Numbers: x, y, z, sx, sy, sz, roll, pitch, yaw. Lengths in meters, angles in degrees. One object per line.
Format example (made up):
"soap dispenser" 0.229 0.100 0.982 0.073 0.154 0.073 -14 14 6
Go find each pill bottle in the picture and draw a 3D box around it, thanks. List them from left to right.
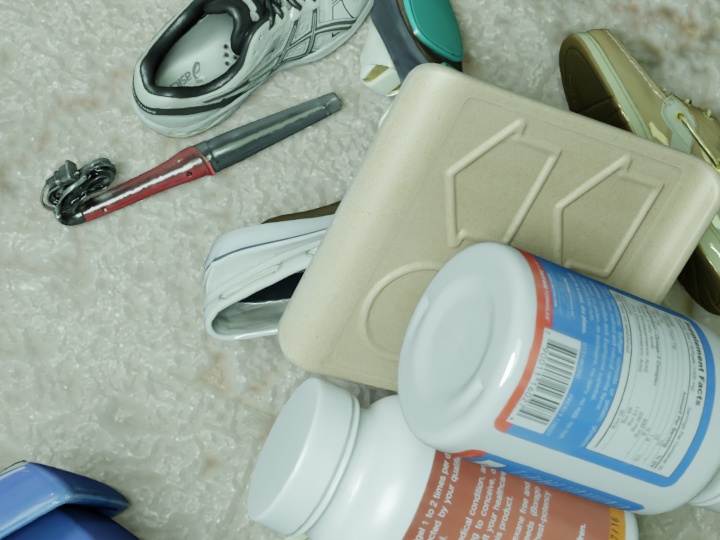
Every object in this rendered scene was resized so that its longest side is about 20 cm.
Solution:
"pill bottle" 0.044 0.137 0.903 0.200 0.112 0.112 26 86 -15
"pill bottle" 0.129 0.066 0.867 0.200 0.112 0.112 21 85 -28

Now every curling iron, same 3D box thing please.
"curling iron" -0.105 -0.071 1.028 0.200 0.050 0.026 -18 66 -7

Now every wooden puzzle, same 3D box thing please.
"wooden puzzle" 0.075 -0.010 0.898 0.200 0.046 0.185 17 114 -25

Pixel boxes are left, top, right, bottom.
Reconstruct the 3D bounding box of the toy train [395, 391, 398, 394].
"toy train" 0.100 0.038 0.996 0.200 0.056 0.150 -19 122 -3

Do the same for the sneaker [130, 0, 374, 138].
"sneaker" -0.058 -0.157 1.013 0.200 0.088 0.076 -43 86 -5

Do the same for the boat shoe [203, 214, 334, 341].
"boat shoe" 0.000 0.000 0.948 0.200 0.072 0.066 -8 47 13

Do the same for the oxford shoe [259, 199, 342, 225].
"oxford shoe" 0.026 -0.034 1.024 0.199 0.073 0.085 -7 57 5

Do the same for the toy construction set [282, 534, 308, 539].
"toy construction set" 0.034 0.209 0.992 0.131 0.092 0.200 -32 98 -3

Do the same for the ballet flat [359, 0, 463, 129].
"ballet flat" 0.034 -0.117 1.001 0.073 0.073 0.200 -17 57 -2

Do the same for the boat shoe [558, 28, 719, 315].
"boat shoe" 0.197 -0.070 1.025 0.066 0.074 0.200 -30 88 -16

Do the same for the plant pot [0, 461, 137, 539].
"plant pot" -0.192 0.222 0.927 0.200 0.200 0.180 -31 80 -3
